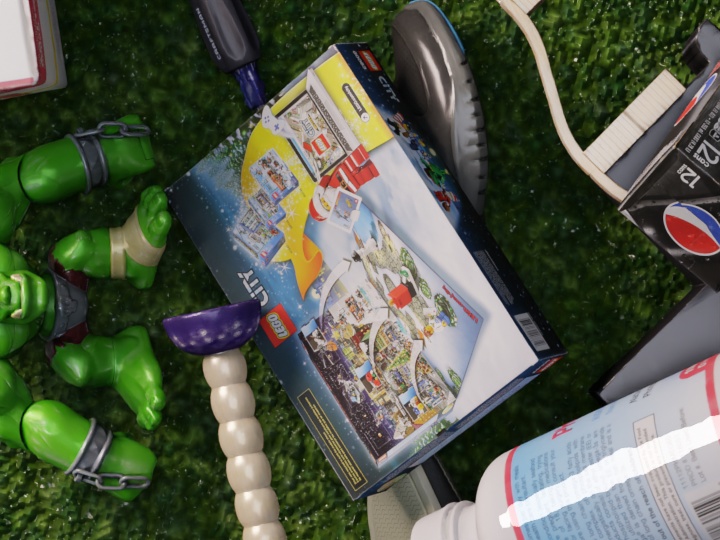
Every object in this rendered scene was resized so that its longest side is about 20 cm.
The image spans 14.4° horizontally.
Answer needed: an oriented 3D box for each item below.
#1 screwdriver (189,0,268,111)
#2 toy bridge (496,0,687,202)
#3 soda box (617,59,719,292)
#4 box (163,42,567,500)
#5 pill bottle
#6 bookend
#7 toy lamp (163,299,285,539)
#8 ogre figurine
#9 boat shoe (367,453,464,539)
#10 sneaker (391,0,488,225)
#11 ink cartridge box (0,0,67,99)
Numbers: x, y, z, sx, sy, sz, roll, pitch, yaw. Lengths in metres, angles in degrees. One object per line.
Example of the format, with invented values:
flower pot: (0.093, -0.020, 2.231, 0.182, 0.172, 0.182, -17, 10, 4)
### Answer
screwdriver: (-0.051, -0.073, 1.552, 0.029, 0.028, 0.200, -20, 90, 29)
toy bridge: (0.139, -0.075, 1.465, 0.200, 0.027, 0.067, 44, 92, 3)
soda box: (0.209, -0.084, 1.426, 0.071, 0.063, 0.200, 39, 52, -2)
box: (0.000, 0.000, 1.497, 0.137, 0.038, 0.200, -39, 76, 27)
pill bottle: (0.130, 0.124, 1.426, 0.200, 0.109, 0.109, -26, 89, 21)
bookend: (0.182, 0.009, 1.520, 0.200, 0.092, 0.199, -45, 88, 0)
toy lamp: (-0.054, 0.118, 1.481, 0.058, 0.058, 0.201, -12, 91, -1)
ogre figurine: (-0.167, 0.020, 1.518, 0.120, 0.098, 0.201, 0, 104, -18)
boat shoe: (0.064, 0.182, 1.537, 0.068, 0.072, 0.200, -20, 81, -37)
sneaker: (0.030, -0.045, 1.529, 0.082, 0.073, 0.201, -7, 88, 1)
ink cartridge box: (-0.232, -0.123, 1.464, 0.145, 0.200, 0.084, -10, 93, -1)
